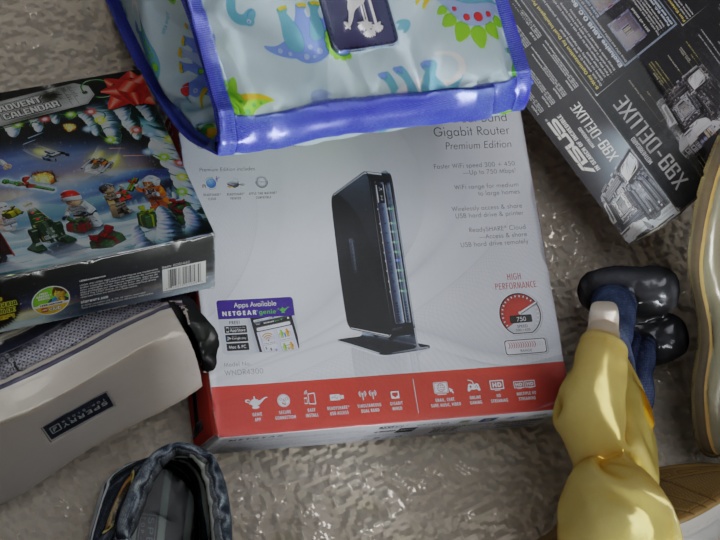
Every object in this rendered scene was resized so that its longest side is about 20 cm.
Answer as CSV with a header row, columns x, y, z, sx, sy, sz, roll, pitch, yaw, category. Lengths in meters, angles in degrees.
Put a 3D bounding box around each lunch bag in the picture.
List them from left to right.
x,y,z,sx,sy,sz,roll,pitch,yaw,category
-0.026,-0.138,0.955,0.170,0.128,0.200,-11,48,-19,lunch bag

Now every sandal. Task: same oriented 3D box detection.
x,y,z,sx,sy,sz,roll,pitch,yaw,category
0.211,0.010,1.007,0.080,0.054,0.201,-43,134,-60,sandal

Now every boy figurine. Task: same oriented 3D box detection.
x,y,z,sx,sy,sz,roll,pitch,yaw,category
0.134,0.076,0.950,0.064,0.125,0.200,-7,32,14,boy figurine

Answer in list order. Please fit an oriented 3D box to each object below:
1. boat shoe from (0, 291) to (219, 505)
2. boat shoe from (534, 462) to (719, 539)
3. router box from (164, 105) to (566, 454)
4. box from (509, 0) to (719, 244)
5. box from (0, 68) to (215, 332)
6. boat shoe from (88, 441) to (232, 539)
x,y,z,sx,sy,sz,roll,pitch,yaw,category
-0.175,0.051,0.920,0.200,0.075,0.093,-25,52,-12,boat shoe
0.135,0.164,0.987,0.200,0.071,0.069,-24,108,-31,boat shoe
0.000,0.000,0.996,0.199,0.049,0.180,-4,75,-19,router box
0.150,-0.137,1.060,0.200,0.050,0.158,53,52,-3,box
-0.185,-0.029,0.906,0.200,0.040,0.137,-12,45,-17,box
-0.106,0.181,0.881,0.071,0.091,0.201,9,71,-16,boat shoe
